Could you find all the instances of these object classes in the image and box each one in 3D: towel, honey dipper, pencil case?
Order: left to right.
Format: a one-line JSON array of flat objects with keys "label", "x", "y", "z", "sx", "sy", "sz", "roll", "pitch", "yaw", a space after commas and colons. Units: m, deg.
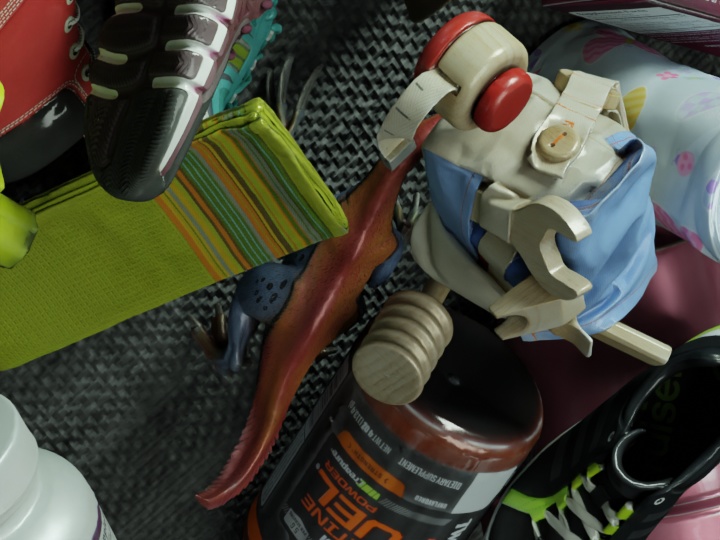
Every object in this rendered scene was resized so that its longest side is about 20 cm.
[{"label": "towel", "x": -0.110, "y": -0.011, "z": 1.125, "sx": 0.199, "sy": 0.018, "sz": 0.086, "roll": -23, "pitch": 129, "yaw": 19}, {"label": "honey dipper", "x": 0.048, "y": -0.009, "z": 1.210, "sx": 0.200, "sy": 0.038, "sz": 0.038, "roll": -59, "pitch": 143, "yaw": -46}, {"label": "pencil case", "x": 0.159, "y": -0.065, "z": 1.213, "sx": 0.090, "sy": 0.200, "sz": 0.084, "roll": 5, "pitch": 107, "yaw": -31}]

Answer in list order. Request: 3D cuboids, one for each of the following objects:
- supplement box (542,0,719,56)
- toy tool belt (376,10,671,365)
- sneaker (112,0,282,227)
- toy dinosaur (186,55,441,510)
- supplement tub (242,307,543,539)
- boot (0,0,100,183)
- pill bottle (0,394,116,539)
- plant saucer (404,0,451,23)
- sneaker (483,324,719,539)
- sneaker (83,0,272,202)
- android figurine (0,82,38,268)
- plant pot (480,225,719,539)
[{"label": "supplement box", "x": 0.199, "y": -0.170, "z": 1.235, "sx": 0.199, "sy": 0.085, "sz": 0.111, "roll": 10, "pitch": 86, "yaw": -35}, {"label": "toy tool belt", "x": 0.092, "y": -0.028, "z": 1.084, "sx": 0.125, "sy": 0.123, "sz": 0.200, "roll": -44, "pitch": 157, "yaw": -10}, {"label": "sneaker", "x": -0.070, "y": -0.103, "z": 1.134, "sx": 0.079, "sy": 0.077, "sz": 0.201, "roll": -17, "pitch": 122, "yaw": -34}, {"label": "toy dinosaur", "x": 0.000, "y": 0.000, "z": 1.176, "sx": 0.104, "sy": 0.201, "sz": 0.181, "roll": 13, "pitch": 150, "yaw": -28}, {"label": "supplement tub", "x": 0.006, "y": 0.120, "z": 1.252, "sx": 0.106, "sy": 0.107, "sz": 0.201, "roll": 6, "pitch": 131, "yaw": -33}, {"label": "boot", "x": -0.134, "y": -0.137, "z": 1.079, "sx": 0.200, "sy": 0.072, "sz": 0.144, "roll": -48, "pitch": 129, "yaw": 9}, {"label": "pill bottle", "x": -0.168, "y": 0.159, "z": 1.180, "sx": 0.112, "sy": 0.112, "sz": 0.201, "roll": -32, "pitch": 126, "yaw": -14}, {"label": "plant saucer", "x": 0.079, "y": -0.200, "z": 1.115, "sx": 0.032, "sy": 0.200, "sz": 0.201, "roll": 39, "pitch": 90, "yaw": -10}, {"label": "sneaker", "x": 0.123, "y": 0.095, "z": 1.167, "sx": 0.200, "sy": 0.072, "sz": 0.083, "roll": -48, "pitch": 165, "yaw": 17}, {"label": "sneaker", "x": -0.044, "y": -0.118, "z": 1.060, "sx": 0.115, "sy": 0.075, "sz": 0.201, "roll": 17, "pitch": 88, "yaw": -40}, {"label": "android figurine", "x": -0.242, "y": -0.037, "z": 1.044, "sx": 0.182, "sy": 0.041, "sz": 0.199, "roll": -41, "pitch": 132, "yaw": 22}, {"label": "plant pot", "x": 0.150, "y": 0.061, "z": 1.290, "sx": 0.199, "sy": 0.200, "sz": 0.180, "roll": -18, "pitch": 106, "yaw": -23}]
